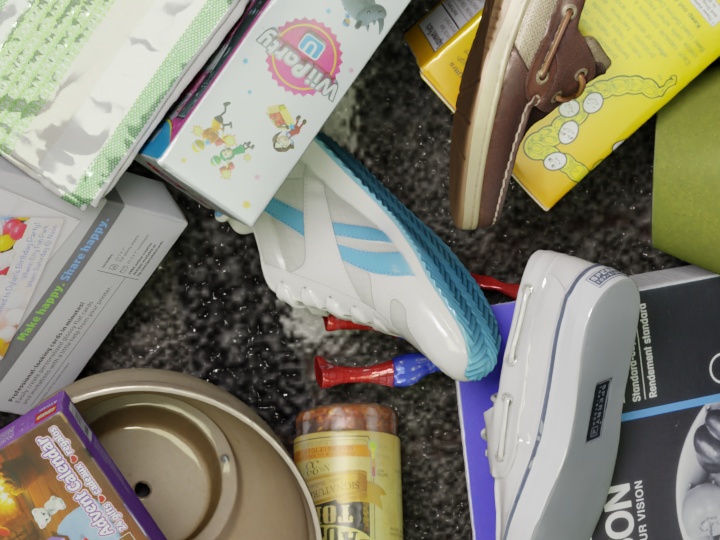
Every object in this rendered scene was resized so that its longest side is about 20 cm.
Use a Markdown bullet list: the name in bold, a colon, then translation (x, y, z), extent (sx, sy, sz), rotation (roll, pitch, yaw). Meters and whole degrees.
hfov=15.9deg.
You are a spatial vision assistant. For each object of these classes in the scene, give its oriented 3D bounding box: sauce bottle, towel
- **sauce bottle**: translation (-0.005, 0.178, 1.477), extent (0.066, 0.066, 0.201), rotation (-2, 74, -4)
- **towel**: translation (-0.177, -0.144, 1.323), extent (0.200, 0.031, 0.149), rotation (36, 96, -17)

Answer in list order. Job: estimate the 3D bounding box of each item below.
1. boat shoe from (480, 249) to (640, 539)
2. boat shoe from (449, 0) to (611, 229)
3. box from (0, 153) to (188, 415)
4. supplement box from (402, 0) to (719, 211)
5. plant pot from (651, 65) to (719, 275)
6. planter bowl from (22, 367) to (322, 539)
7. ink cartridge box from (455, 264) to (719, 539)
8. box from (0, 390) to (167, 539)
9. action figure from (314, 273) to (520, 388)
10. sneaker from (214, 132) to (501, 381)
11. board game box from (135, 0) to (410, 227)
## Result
- **boat shoe**: translation (0.101, 0.085, 1.414), extent (0.065, 0.073, 0.201), rotation (25, 109, 35)
- **boat shoe**: translation (0.096, -0.113, 1.335), extent (0.072, 0.072, 0.201), rotation (13, 97, -6)
- **box**: translation (-0.214, 0.000, 1.398), extent (0.200, 0.041, 0.156), rotation (16, 120, -44)
- **supplement box**: translation (0.134, -0.148, 1.420), extent (0.200, 0.109, 0.110), rotation (-42, 104, 7)
- **plant pot**: translation (0.264, -0.053, 1.435), extent (0.199, 0.187, 0.188), rotation (2, 106, 8)
- **planter bowl**: translation (-0.126, 0.141, 1.464), extent (0.199, 0.135, 0.201), rotation (-1, 105, -5)
- **ink cartridge box**: translation (0.156, 0.105, 1.476), extent (0.199, 0.043, 0.199), rotation (-10, 98, -21)
- **box**: translation (-0.162, 0.184, 1.383), extent (0.137, 0.039, 0.200), rotation (-32, 105, 5)
- **action figure**: translation (0.074, 0.038, 1.498), extent (0.199, 0.052, 0.066), rotation (1, 111, -10)
- **sneaker**: translation (0.000, 0.000, 1.429), extent (0.081, 0.076, 0.200), rotation (-49, 60, 8)
- **board game box**: translation (-0.038, -0.125, 1.372), extent (0.064, 0.148, 0.200), rotation (34, 87, -13)
